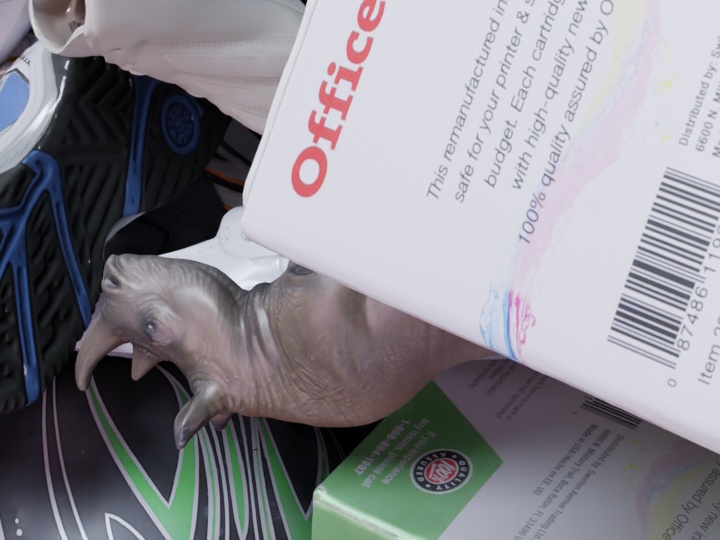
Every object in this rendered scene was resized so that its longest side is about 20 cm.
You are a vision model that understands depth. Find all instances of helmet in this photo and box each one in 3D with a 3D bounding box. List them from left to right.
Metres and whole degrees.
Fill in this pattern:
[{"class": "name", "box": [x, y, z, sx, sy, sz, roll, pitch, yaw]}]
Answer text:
[{"class": "helmet", "box": [-0.080, 0.124, 0.909, 0.191, 0.199, 0.201, 29, 137, 63]}]

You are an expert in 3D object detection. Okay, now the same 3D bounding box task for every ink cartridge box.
[{"class": "ink cartridge box", "box": [0.101, 0.104, 0.822, 0.199, 0.145, 0.088, 22, 129, 23]}, {"class": "ink cartridge box", "box": [0.082, -0.040, 0.624, 0.199, 0.084, 0.146, 24, 96, 40]}]

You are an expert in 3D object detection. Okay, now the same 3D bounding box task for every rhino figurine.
[{"class": "rhino figurine", "box": [0.000, 0.000, 0.759, 0.199, 0.060, 0.088, -22, 94, 14]}]

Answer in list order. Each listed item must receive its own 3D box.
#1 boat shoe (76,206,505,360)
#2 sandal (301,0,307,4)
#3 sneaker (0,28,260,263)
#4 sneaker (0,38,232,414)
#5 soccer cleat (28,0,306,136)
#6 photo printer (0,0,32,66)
[{"class": "boat shoe", "box": [-0.007, -0.003, 0.830, 0.198, 0.074, 0.067, -1, 84, 14]}, {"class": "sandal", "box": [0.003, -0.108, 0.846, 0.076, 0.043, 0.201, 26, 126, 21]}, {"class": "sneaker", "box": [-0.063, -0.015, 0.908, 0.200, 0.079, 0.079, 47, 157, 9]}, {"class": "sneaker", "box": [-0.107, -0.036, 0.825, 0.077, 0.200, 0.076, -5, 128, 40]}, {"class": "soccer cleat", "box": [-0.062, -0.085, 0.780, 0.069, 0.078, 0.200, 30, 166, 38]}, {"class": "photo printer", "box": [-0.159, -0.157, 0.853, 0.166, 0.069, 0.201, -33, 69, 56]}]
